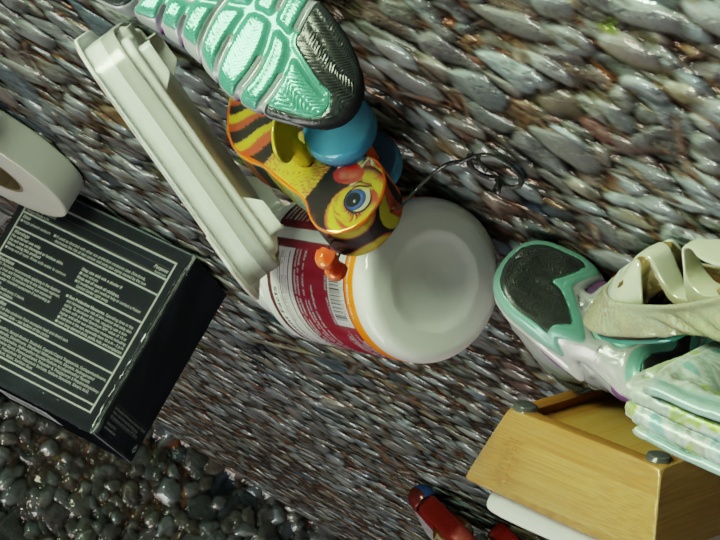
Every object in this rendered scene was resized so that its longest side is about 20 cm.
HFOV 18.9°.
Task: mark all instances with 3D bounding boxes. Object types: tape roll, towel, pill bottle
[{"bbox_3d":[-0.353,-0.118,2.024,0.203,0.037,0.203,28,167,7],"label":"tape roll"},{"bbox_3d":[0.272,0.091,1.239,0.200,0.048,0.171,24,-157,33],"label":"towel"},{"bbox_3d":[0.000,0.000,1.517,0.113,0.113,0.200,37,167,-28],"label":"pill bottle"}]

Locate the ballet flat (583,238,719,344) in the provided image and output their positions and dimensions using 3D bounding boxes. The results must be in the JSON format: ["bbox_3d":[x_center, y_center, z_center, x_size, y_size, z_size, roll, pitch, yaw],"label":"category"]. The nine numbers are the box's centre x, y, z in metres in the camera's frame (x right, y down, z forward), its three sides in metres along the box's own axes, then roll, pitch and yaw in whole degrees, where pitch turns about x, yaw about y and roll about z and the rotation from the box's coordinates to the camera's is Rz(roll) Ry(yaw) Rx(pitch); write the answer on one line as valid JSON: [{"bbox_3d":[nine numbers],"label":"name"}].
[{"bbox_3d":[0.196,0.008,1.270,0.200,0.067,0.062,2,121,58],"label":"ballet flat"}]

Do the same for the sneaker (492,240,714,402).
[{"bbox_3d":[0.181,0.059,1.450,0.200,0.078,0.140,37,171,14],"label":"sneaker"}]

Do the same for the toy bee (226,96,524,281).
[{"bbox_3d":[-0.017,-0.055,1.356,0.200,0.109,0.131,14,158,50],"label":"toy bee"}]

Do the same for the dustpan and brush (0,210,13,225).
[{"bbox_3d":[-0.403,-0.085,2.145,0.140,0.057,0.200,41,-166,-12],"label":"dustpan and brush"}]

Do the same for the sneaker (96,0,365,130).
[{"bbox_3d":[-0.071,-0.144,1.256,0.200,0.074,0.088,36,-177,18],"label":"sneaker"}]

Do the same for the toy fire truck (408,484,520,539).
[{"bbox_3d":[0.120,0.335,2.593,0.168,0.112,0.200,45,173,23],"label":"toy fire truck"}]

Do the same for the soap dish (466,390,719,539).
[{"bbox_3d":[0.196,0.132,1.482,0.157,0.081,0.200,20,-158,39],"label":"soap dish"}]

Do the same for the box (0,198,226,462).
[{"bbox_3d":[-0.271,0.050,2.116,0.200,0.198,0.123,25,169,21],"label":"box"}]

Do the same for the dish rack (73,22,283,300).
[{"bbox_3d":[-0.109,-0.082,1.412,0.200,0.044,0.172,54,-176,-9],"label":"dish rack"}]
